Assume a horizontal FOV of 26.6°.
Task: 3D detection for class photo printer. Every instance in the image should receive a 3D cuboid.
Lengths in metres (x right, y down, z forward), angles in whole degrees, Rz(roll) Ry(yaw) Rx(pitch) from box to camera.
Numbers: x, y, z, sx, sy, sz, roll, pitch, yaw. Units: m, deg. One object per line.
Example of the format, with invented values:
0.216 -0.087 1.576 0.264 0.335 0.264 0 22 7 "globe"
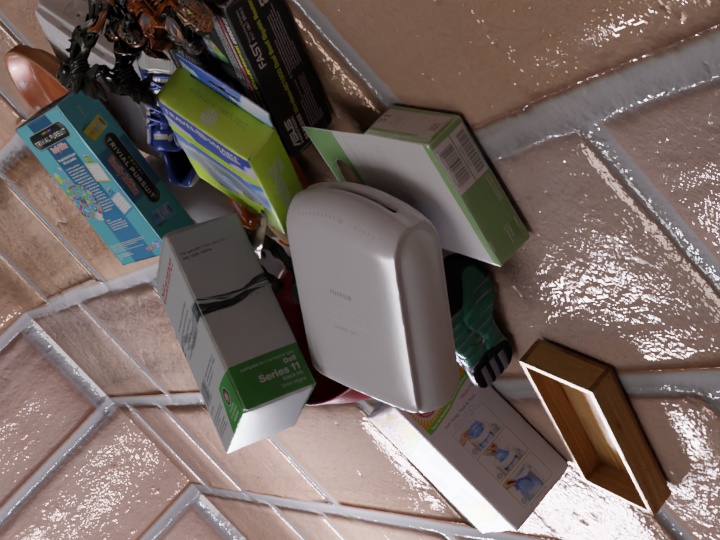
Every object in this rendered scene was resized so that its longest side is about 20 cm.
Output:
-0.273 -0.219 1.732 0.166 0.069 0.200 34 159 27 "photo printer"
0.009 0.017 1.417 0.166 0.069 0.201 20 128 45 "photo printer"

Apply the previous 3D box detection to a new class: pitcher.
-0.191 -0.062 1.789 0.199 0.122 0.171 32 -175 20 "pitcher"

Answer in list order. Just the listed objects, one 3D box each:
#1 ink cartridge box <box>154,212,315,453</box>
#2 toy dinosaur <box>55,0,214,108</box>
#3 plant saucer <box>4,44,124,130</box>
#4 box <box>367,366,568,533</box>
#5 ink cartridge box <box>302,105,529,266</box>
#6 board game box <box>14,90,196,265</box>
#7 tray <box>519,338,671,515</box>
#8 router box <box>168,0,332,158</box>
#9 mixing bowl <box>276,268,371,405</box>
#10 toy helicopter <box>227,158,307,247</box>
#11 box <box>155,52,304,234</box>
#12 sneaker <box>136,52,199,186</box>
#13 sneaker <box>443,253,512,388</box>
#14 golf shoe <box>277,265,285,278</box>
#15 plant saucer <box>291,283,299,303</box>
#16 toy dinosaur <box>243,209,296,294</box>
-0.131 0.063 1.546 0.201 0.083 0.147 64 160 16 "ink cartridge box"
-0.213 -0.225 1.381 0.102 0.137 0.200 8 -165 -35 "toy dinosaur"
-0.333 -0.185 1.774 0.200 0.032 0.201 39 160 17 "plant saucer"
0.122 0.196 1.754 0.200 0.101 0.112 45 161 -4 "box"
0.049 -0.084 1.400 0.200 0.048 0.146 19 149 54 "ink cartridge box"
-0.284 -0.103 1.700 0.200 0.047 0.151 54 153 -15 "board game box"
0.240 0.159 1.540 0.098 0.037 0.200 22 152 46 "tray"
-0.123 -0.216 1.445 0.149 0.062 0.200 30 157 37 "router box"
0.002 0.058 1.622 0.108 0.201 0.200 24 178 -41 "mixing bowl"
-0.118 -0.090 1.705 0.200 0.079 0.133 43 164 47 "toy helicopter"
-0.123 -0.119 1.477 0.122 0.048 0.200 34 167 20 "box"
-0.194 -0.171 1.610 0.075 0.089 0.201 5 143 21 "sneaker"
0.091 0.041 1.544 0.087 0.074 0.200 38 161 36 "sneaker"
-0.069 0.045 1.775 0.200 0.075 0.092 -42 62 47 "golf shoe"
0.000 0.000 1.557 0.019 0.070 0.199 24 164 -39 "plant saucer"
-0.103 -0.017 1.593 0.088 0.048 0.200 45 165 -10 "toy dinosaur"
